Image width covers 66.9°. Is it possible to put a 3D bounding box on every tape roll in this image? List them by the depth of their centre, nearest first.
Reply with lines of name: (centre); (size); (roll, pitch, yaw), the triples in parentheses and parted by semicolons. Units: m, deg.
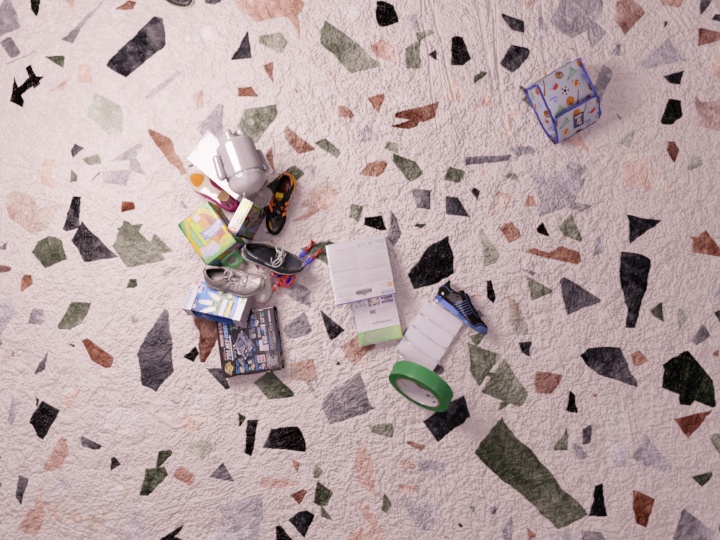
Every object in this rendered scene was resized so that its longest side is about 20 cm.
tape roll: (0.181, 0.349, 1.641); (0.198, 0.201, 0.049); (32, 63, 3)

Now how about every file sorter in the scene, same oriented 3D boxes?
file sorter: (0.216, 0.208, 1.679); (0.138, 0.125, 0.202); (33, 90, 2)

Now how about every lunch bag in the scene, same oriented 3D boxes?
lunch bag: (0.632, -0.517, 1.683); (0.168, 0.124, 0.202); (-29, 102, 1)

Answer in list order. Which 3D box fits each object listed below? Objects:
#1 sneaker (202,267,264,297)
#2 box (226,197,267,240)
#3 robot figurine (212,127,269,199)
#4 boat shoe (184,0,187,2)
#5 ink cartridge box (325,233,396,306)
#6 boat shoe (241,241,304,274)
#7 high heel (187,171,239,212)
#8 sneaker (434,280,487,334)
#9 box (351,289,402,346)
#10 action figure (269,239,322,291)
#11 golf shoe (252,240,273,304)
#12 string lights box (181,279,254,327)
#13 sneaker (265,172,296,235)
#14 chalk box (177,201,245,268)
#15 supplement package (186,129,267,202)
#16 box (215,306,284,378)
sneaker: (-0.389, 0.030, 1.657); (0.196, 0.082, 0.076); (2, 64, 8)
box: (-0.344, -0.154, 1.668); (0.034, 0.200, 0.111); (28, 91, 2)
robot figurine: (-0.340, -0.302, 1.558); (0.168, 0.112, 0.204); (-18, 86, -35)
boat shoe: (-0.631, -0.925, 1.759); (0.199, 0.066, 0.075); (40, 90, 2)
ink cartridge box: (0.000, 0.000, 1.709); (0.192, 0.043, 0.204); (-11, 74, 1)
boat shoe: (-0.260, -0.042, 1.650); (0.197, 0.062, 0.076); (21, 69, -12)
high heel: (-0.470, -0.251, 1.760); (0.198, 0.096, 0.068); (26, 77, 22)
sneaker: (0.328, 0.115, 1.704); (0.199, 0.070, 0.078); (38, 95, 2)
box: (0.047, 0.128, 1.732); (0.141, 0.036, 0.204); (-11, 87, 2)
action figure: (-0.210, -0.009, 1.715); (0.065, 0.099, 0.200); (44, 93, 3)
golf shoe: (-0.314, 0.005, 1.719); (0.074, 0.092, 0.205); (2, 90, 0)
string lights box: (-0.444, 0.102, 1.707); (0.196, 0.059, 0.104); (10, 65, 10)
sneaker: (-0.259, -0.213, 1.720); (0.069, 0.090, 0.204); (17, 89, 2)
chalk box: (-0.450, -0.094, 1.708); (0.124, 0.124, 0.201); (-38, 88, 1)
supplement package: (-0.409, -0.313, 1.695); (0.199, 0.156, 0.112); (38, 90, 3)
box: (-0.353, 0.228, 1.736); (0.194, 0.050, 0.204); (-9, 87, 4)
